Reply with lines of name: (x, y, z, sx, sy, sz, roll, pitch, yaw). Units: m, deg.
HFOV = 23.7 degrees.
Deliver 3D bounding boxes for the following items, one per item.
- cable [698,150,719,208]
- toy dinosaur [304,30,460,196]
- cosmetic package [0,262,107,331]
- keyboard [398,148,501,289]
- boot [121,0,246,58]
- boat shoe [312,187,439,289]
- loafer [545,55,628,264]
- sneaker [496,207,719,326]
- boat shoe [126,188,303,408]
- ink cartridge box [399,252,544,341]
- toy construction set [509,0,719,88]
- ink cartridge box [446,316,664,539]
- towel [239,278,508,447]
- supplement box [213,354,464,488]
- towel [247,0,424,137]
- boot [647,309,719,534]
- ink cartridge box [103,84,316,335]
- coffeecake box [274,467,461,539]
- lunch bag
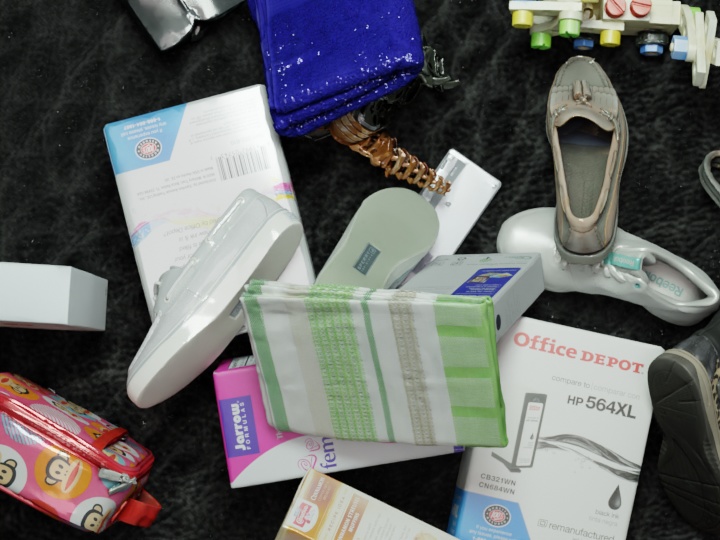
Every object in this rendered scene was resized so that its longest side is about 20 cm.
cable: (0.334, -0.051, 1.463, 0.096, 0.051, 0.201, 9, 48, 8)
toy dinosaur: (0.009, -0.151, 1.502, 0.136, 0.102, 0.200, -42, 105, 12)
cosmetic package: (-0.297, 0.021, 1.417, 0.150, 0.200, 0.052, 1, 87, 0)
keyboard: (0.047, -0.011, 1.519, 0.056, 0.011, 0.201, 35, 87, -3)
boot: (-0.163, -0.311, 1.509, 0.164, 0.066, 0.201, -34, 84, 5)
boat shoe: (0.001, 0.001, 1.448, 0.070, 0.072, 0.201, 38, 42, 1)
loafer: (0.193, -0.105, 1.464, 0.071, 0.063, 0.201, -1, 61, 8)
sneaker: (0.217, -0.008, 1.479, 0.199, 0.088, 0.076, 16, 87, 1)
boat shoe: (-0.133, 0.020, 1.405, 0.068, 0.072, 0.200, 39, 94, 22)
ink cartridge box: (0.077, 0.031, 1.409, 0.099, 0.200, 0.039, 0, 106, 24)
toy construction set: (0.223, -0.221, 1.472, 0.199, 0.131, 0.093, 18, 84, 2)
ink cartridge box: (0.165, 0.147, 1.469, 0.145, 0.084, 0.201, 12, 86, 1)
towel: (0.013, 0.072, 1.336, 0.199, 0.031, 0.150, 3, 128, 18)
supplement box: (-0.019, 0.114, 1.459, 0.199, 0.103, 0.102, -10, 93, 0)
towel: (-0.029, -0.223, 1.443, 0.147, 0.050, 0.201, -25, 58, 20)
boot: (0.316, 0.113, 1.466, 0.150, 0.073, 0.201, -41, 128, -31)
ink cartridge box: (-0.124, -0.041, 1.481, 0.144, 0.085, 0.201, -14, 86, -1)
coffeecake box: (0.015, 0.274, 1.423, 0.199, 0.154, 0.073, 25, 42, 1)
lunch bag: (-0.242, 0.156, 1.409, 0.176, 0.200, 0.082, 31, 88, -1)
